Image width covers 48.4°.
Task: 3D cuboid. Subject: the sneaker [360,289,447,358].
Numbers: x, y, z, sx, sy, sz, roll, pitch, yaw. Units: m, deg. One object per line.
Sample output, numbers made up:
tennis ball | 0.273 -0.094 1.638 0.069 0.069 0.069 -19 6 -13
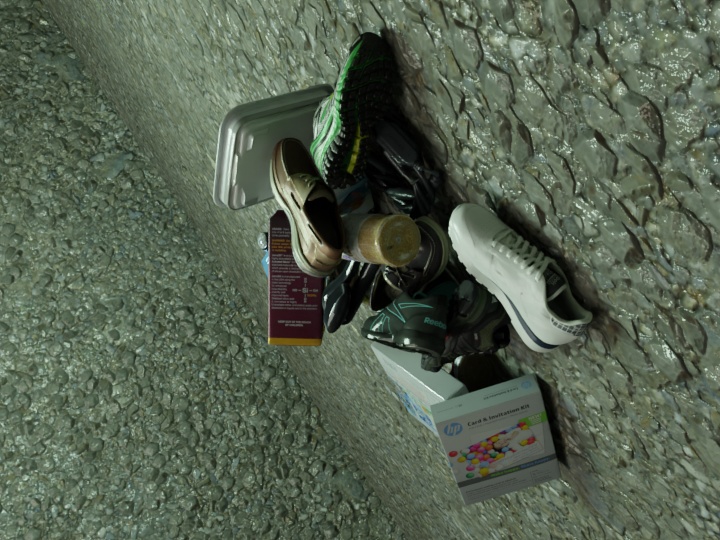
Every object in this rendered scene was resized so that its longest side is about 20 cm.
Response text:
sneaker | 0.065 0.070 1.082 0.075 0.080 0.200 19 172 -23

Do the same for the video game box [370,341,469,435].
video game box | 0.118 0.205 1.268 0.200 0.047 0.182 33 155 50

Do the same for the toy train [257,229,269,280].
toy train | -0.086 -0.028 1.418 0.087 0.200 0.114 -50 51 37

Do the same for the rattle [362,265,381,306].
rattle | 0.097 0.027 1.281 0.199 0.143 0.130 19 152 2

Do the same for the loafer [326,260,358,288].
loafer | -0.028 -0.037 1.351 0.063 0.072 0.201 106 163 -56

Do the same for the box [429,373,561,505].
box | 0.201 0.251 1.171 0.041 0.155 0.200 -102 -7 -54

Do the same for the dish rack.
dish rack | -0.112 -0.167 1.139 0.044 0.200 0.172 44 138 28

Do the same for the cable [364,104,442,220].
cable | 0.036 -0.155 1.077 0.200 0.051 0.163 47 167 21

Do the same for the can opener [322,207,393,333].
can opener | 0.000 0.000 1.185 0.063 0.200 0.079 17 -159 -27

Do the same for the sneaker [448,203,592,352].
sneaker | 0.182 -0.004 0.908 0.200 0.076 0.081 50 152 6

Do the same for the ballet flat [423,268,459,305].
ballet flat | 0.107 0.019 1.186 0.200 0.069 0.069 61 164 -2

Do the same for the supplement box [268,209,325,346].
supplement box | -0.098 0.009 1.268 0.110 0.085 0.201 -87 -1 -80

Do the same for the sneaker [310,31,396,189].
sneaker | -0.022 -0.202 0.988 0.085 0.078 0.200 52 134 34

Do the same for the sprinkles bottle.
sprinkles bottle | -0.002 -0.044 1.077 0.200 0.068 0.068 7 130 59

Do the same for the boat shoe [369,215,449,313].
boat shoe | 0.061 0.002 1.097 0.072 0.065 0.200 47 148 11

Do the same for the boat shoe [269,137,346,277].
boat shoe | -0.061 -0.092 1.051 0.072 0.076 0.201 -40 64 48

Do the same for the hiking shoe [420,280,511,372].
hiking shoe | 0.147 0.094 1.083 0.100 0.076 0.200 20 147 -5

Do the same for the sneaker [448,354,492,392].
sneaker | 0.159 0.175 1.299 0.112 0.071 0.200 36 157 43

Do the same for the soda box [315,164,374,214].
soda box | -0.023 -0.113 1.219 0.068 0.064 0.200 53 177 13
